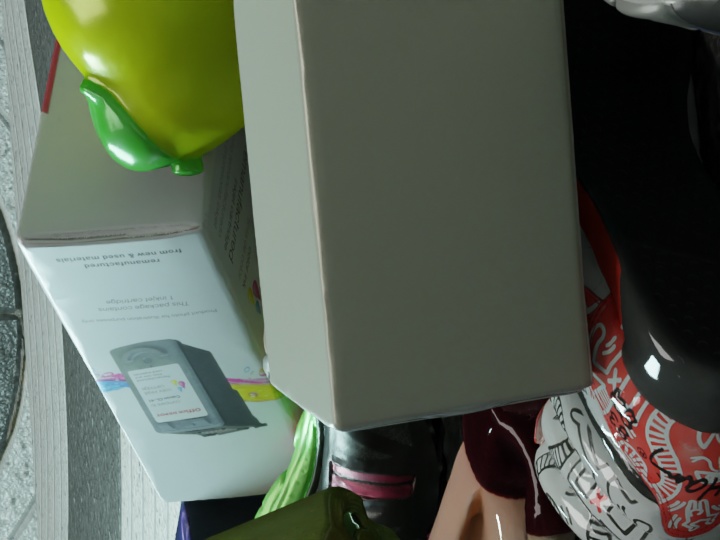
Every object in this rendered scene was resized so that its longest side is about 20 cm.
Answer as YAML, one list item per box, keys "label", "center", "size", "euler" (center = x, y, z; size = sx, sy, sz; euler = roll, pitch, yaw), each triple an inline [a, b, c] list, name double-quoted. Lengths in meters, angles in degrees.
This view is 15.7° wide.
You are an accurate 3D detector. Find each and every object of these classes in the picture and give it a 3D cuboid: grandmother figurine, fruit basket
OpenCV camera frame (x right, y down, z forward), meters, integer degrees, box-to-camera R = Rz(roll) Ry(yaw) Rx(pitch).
- label: "grandmother figurine"
  center: [0.052, 0.064, 0.925]
  size: [0.201, 0.060, 0.122]
  euler: [95, 156, -43]
- label: "fruit basket"
  center: [-0.080, -0.150, 1.023]
  size: [0.155, 0.215, 0.217]
  euler: [36, 134, 39]

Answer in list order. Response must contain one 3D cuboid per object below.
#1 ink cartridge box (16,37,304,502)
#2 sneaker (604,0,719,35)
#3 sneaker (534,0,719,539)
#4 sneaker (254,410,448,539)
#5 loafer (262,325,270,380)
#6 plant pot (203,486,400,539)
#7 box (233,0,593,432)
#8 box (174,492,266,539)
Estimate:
- label: "ink cartridge box"
  center: [-0.071, -0.014, 1.140]
  size: [0.200, 0.085, 0.148]
  euler: [66, -158, -51]
- label: "sneaker"
  center: [0.084, -0.127, 0.736]
  size: [0.200, 0.074, 0.088]
  euler: [-135, 53, -60]
- label: "sneaker"
  center: [0.072, -0.005, 0.792]
  size: [0.108, 0.067, 0.202]
  euler: [103, 157, -44]
- label: "sneaker"
  center: [0.013, 0.080, 1.099]
  size: [0.077, 0.084, 0.201]
  euler: [-41, -24, -53]
- label: "loafer"
  center: [0.000, 0.000, 0.923]
  size: [0.200, 0.071, 0.063]
  euler: [106, 159, -78]
- label: "plant pot"
  center: [-0.055, 0.183, 1.013]
  size: [0.200, 0.189, 0.200]
  euler: [55, -168, -17]
- label: "box"
  center: [0.010, -0.063, 0.720]
  size: [0.068, 0.082, 0.201]
  euler: [-153, 58, -68]
- label: "box"
  center: [-0.025, 0.216, 1.203]
  size: [0.148, 0.104, 0.201]
  euler: [103, 158, -54]
